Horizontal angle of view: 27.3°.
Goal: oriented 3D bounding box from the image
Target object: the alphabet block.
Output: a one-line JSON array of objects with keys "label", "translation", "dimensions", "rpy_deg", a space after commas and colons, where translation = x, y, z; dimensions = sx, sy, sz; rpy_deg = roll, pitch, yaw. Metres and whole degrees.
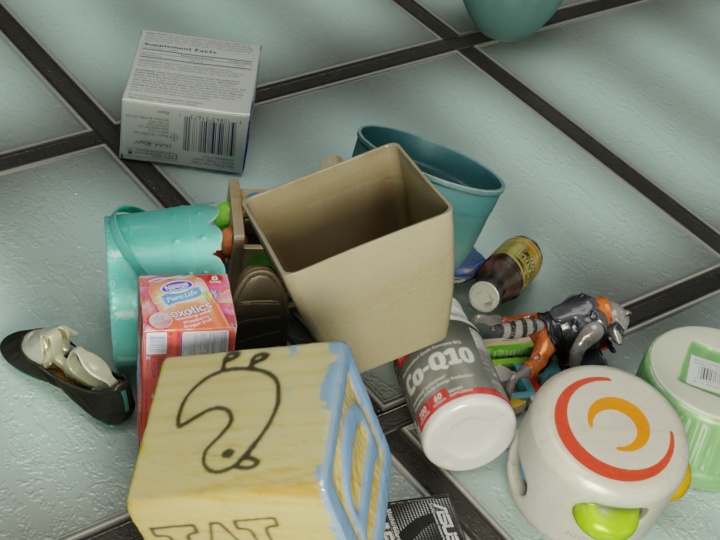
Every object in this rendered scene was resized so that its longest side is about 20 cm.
[{"label": "alphabet block", "translation": [-0.092, 0.207, 1.467], "dimensions": [0.198, 0.198, 0.197], "rpy_deg": [-7, 42, 14]}]

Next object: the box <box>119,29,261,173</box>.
[{"label": "box", "translation": [-0.244, -0.246, 2.140], "dimensions": [0.182, 0.106, 0.201], "rpy_deg": [7, 38, -3]}]

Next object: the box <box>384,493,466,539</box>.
[{"label": "box", "translation": [0.029, 0.326, 1.523], "dimensions": [0.191, 0.048, 0.201], "rpy_deg": [-5, 40, -14]}]

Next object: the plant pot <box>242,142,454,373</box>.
[{"label": "plant pot", "translation": [0.000, 0.000, 1.692], "dimensions": [0.198, 0.179, 0.200], "rpy_deg": [-21, 31, -9]}]

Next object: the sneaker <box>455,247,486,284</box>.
[{"label": "sneaker", "translation": [0.093, -0.057, 1.989], "dimensions": [0.078, 0.090, 0.200], "rpy_deg": [-26, 52, -37]}]

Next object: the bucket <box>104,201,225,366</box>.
[{"label": "bucket", "translation": [-0.230, 0.019, 1.738], "dimensions": [0.133, 0.209, 0.208], "rpy_deg": [-4, 39, -10]}]

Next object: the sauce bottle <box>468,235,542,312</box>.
[{"label": "sauce bottle", "translation": [0.185, 0.008, 1.908], "dimensions": [0.065, 0.067, 0.200], "rpy_deg": [20, 23, 13]}]

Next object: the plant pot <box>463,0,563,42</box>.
[{"label": "plant pot", "translation": [0.253, -0.469, 2.510], "dimensions": [0.198, 0.136, 0.201], "rpy_deg": [6, 38, -5]}]

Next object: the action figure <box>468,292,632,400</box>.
[{"label": "action figure", "translation": [0.249, 0.090, 1.796], "dimensions": [0.192, 0.105, 0.200], "rpy_deg": [-18, 41, -17]}]

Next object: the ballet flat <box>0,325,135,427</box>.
[{"label": "ballet flat", "translation": [-0.335, 0.104, 1.705], "dimensions": [0.199, 0.069, 0.068], "rpy_deg": [28, 42, 22]}]

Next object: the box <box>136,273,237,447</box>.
[{"label": "box", "translation": [-0.193, 0.109, 1.621], "dimensions": [0.101, 0.202, 0.095], "rpy_deg": [-2, 39, -11]}]

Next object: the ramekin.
[{"label": "ramekin", "translation": [0.418, 0.158, 1.781], "dimensions": [0.197, 0.098, 0.201], "rpy_deg": [6, 38, -5]}]

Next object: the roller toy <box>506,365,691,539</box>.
[{"label": "roller toy", "translation": [0.261, 0.211, 1.646], "dimensions": [0.199, 0.140, 0.182], "rpy_deg": [-32, 64, -35]}]

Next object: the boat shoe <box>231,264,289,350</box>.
[{"label": "boat shoe", "translation": [-0.118, 0.072, 1.689], "dimensions": [0.071, 0.202, 0.068], "rpy_deg": [-3, 33, -8]}]

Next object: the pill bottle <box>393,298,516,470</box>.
[{"label": "pill bottle", "translation": [0.102, 0.125, 1.739], "dimensions": [0.113, 0.115, 0.201], "rpy_deg": [-3, 39, -16]}]

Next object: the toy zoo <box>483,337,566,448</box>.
[{"label": "toy zoo", "translation": [0.210, 0.155, 1.803], "dimensions": [0.130, 0.021, 0.201], "rpy_deg": [-4, 40, -17]}]

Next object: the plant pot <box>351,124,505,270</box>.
[{"label": "plant pot", "translation": [0.059, -0.057, 1.876], "dimensions": [0.198, 0.190, 0.200], "rpy_deg": [19, 17, -6]}]

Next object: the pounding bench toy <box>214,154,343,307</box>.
[{"label": "pounding bench toy", "translation": [-0.105, -0.057, 1.854], "dimensions": [0.154, 0.202, 0.125], "rpy_deg": [2, 38, -11]}]
